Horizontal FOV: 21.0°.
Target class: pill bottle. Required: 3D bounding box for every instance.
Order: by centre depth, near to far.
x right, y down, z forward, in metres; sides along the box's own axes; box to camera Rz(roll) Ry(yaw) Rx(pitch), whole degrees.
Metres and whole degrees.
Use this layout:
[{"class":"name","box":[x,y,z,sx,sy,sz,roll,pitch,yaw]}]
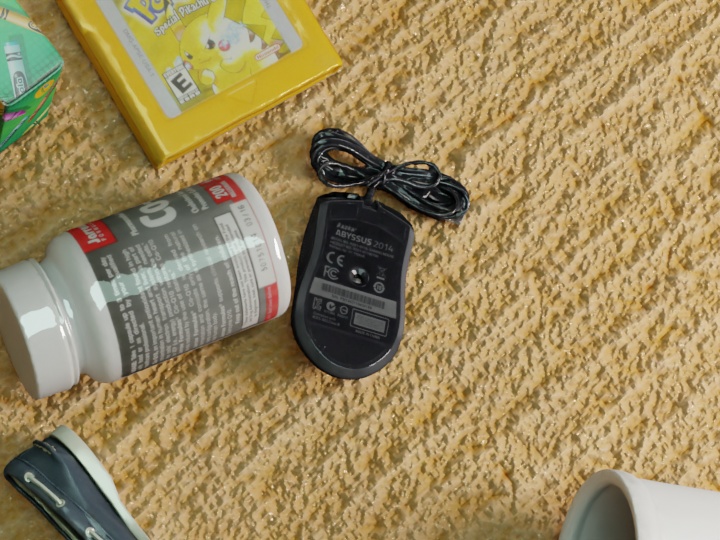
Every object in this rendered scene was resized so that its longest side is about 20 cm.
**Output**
[{"class":"pill bottle","box":[-0.161,0.013,1.412,0.198,0.114,0.115,-21,83,-19]}]

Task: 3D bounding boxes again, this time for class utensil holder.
[{"class":"utensil holder","box":[0.262,0.247,1.442,0.198,0.170,0.172,10,74,-13]}]

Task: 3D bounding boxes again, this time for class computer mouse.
[{"class":"computer mouse","box":[0.000,0.000,1.497,0.137,0.053,0.202,22,61,-10]}]

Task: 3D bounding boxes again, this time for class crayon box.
[{"class":"crayon box","box":[-0.305,-0.193,1.421,0.058,0.119,0.200,-39,88,-20]}]

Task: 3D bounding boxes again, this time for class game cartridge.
[{"class":"game cartridge","box":[-0.136,-0.205,1.516,0.175,0.032,0.201,-30,87,-20]}]

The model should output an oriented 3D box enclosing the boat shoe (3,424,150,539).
[{"class":"boat shoe","box":[-0.178,0.204,1.382,0.062,0.075,0.201,-35,86,-21]}]
